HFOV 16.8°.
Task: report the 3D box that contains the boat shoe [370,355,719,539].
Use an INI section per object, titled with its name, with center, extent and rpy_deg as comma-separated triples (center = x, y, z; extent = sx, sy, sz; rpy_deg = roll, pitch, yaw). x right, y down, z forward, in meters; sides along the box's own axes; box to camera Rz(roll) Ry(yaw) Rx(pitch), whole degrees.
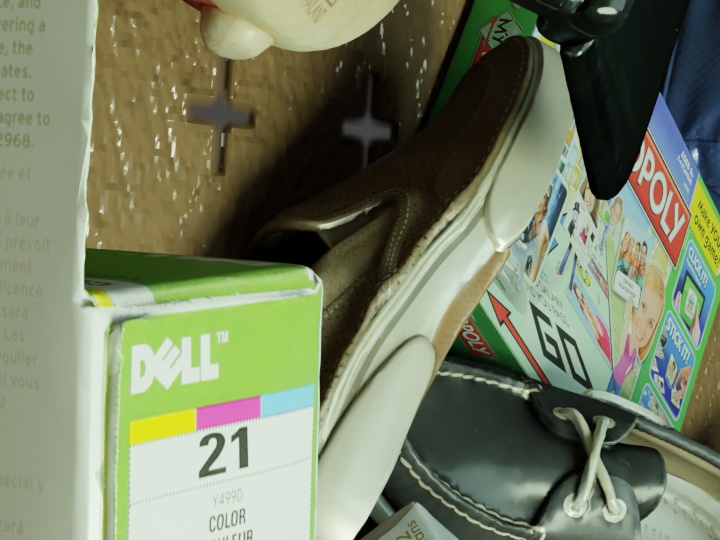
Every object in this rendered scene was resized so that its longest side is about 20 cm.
[boat shoe]
center = 0.075, 0.073, 0.777
extent = 0.200, 0.060, 0.074
rpy_deg = 33, 54, -36

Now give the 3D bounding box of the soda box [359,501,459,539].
[soda box]
center = 0.046, 0.148, 0.759
extent = 0.064, 0.068, 0.200
rpy_deg = -36, 143, 5

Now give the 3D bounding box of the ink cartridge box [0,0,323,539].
[ink cartridge box]
center = -0.085, -0.002, 0.446
extent = 0.076, 0.148, 0.200
rpy_deg = -6, 99, -61

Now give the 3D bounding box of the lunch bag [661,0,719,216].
[lunch bag]
center = 0.212, -0.068, 0.975
extent = 0.200, 0.132, 0.136
rpy_deg = 35, 64, -57

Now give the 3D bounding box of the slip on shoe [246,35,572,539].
[slip on shoe]
center = 0.000, 0.000, 0.683
extent = 0.200, 0.061, 0.076
rpy_deg = -60, -174, -30

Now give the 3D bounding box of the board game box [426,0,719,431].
[board game box]
center = 0.075, -0.008, 0.849
extent = 0.200, 0.029, 0.135
rpy_deg = 54, 50, -49

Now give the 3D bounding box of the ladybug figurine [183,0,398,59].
[ladybug figurine]
center = -0.018, -0.147, 0.622
extent = 0.136, 0.072, 0.200
rpy_deg = 42, 58, -54

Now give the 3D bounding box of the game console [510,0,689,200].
[game console]
center = 0.044, -0.146, 0.611
extent = 0.176, 0.116, 0.200
rpy_deg = 24, 73, -16
